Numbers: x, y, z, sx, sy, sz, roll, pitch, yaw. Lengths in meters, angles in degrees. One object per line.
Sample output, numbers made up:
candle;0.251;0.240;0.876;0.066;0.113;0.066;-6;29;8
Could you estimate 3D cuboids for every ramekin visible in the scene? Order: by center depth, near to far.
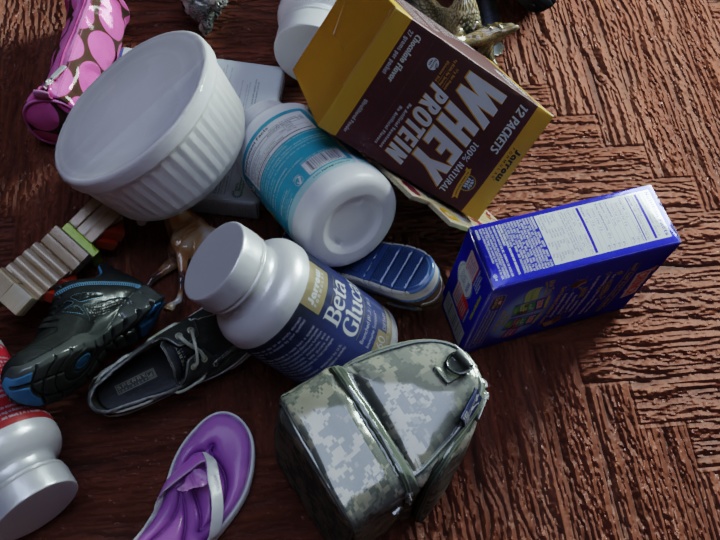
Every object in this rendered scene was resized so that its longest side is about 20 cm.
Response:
ramekin;-0.209;-0.141;0.968;0.201;0.094;0.203;-21;46;23

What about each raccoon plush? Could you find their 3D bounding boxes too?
raccoon plush;-0.156;-0.386;1.198;0.199;0.097;0.134;-23;73;-16

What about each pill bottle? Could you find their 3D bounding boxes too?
pill bottle;-0.351;0.145;0.874;0.112;0.112;0.200;-34;68;-20
pill bottle;-0.066;0.039;0.897;0.200;0.111;0.112;36;53;-35
pill bottle;-0.057;-0.101;0.976;0.110;0.111;0.200;-26;47;-17
pill bottle;-0.038;-0.329;1.148;0.113;0.114;0.201;11;55;2

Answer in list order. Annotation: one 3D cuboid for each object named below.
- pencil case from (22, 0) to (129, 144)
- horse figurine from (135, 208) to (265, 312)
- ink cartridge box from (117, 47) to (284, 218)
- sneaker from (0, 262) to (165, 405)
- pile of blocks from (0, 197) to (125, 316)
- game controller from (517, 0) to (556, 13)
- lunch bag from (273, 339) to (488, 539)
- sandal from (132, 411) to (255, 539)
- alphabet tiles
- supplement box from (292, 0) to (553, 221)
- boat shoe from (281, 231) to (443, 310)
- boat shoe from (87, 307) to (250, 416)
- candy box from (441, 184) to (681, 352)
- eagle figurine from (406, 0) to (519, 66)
pencil case;-0.330;-0.248;1.101;0.090;0.094;0.201;-4;58;14
horse figurine;-0.154;-0.008;1.010;0.199;0.050;0.133;11;67;5
ink cartridge box;-0.199;-0.162;1.095;0.199;0.043;0.197;7;63;2
sneaker;-0.277;0.059;0.901;0.082;0.073;0.200;36;32;9
pile of blocks;-0.311;0.001;0.975;0.062;0.082;0.200;42;50;1
game controller;0.165;-0.402;1.194;0.200;0.042;0.104;38;20;-15
lunch bag;0.023;0.154;0.848;0.167;0.200;0.140;-30;68;-18
sandal;-0.159;0.222;0.882;0.082;0.050;0.203;22;62;8
alphabet tiles;0.076;-0.090;1.006;0.167;0.200;0.006;48;111;30
supplement box;0.057;-0.187;0.985;0.199;0.133;0.198;28;19;-24
boat shoe;0.000;0.000;0.998;0.199;0.072;0.072;25;70;35
boat shoe;-0.175;0.087;0.929;0.199;0.064;0.071;-31;91;-9
candy box;0.197;0.001;0.962;0.199;0.169;0.077;-13;66;-12
eagle figurine;0.118;-0.312;1.170;0.151;0.151;0.200;31;15;-29
